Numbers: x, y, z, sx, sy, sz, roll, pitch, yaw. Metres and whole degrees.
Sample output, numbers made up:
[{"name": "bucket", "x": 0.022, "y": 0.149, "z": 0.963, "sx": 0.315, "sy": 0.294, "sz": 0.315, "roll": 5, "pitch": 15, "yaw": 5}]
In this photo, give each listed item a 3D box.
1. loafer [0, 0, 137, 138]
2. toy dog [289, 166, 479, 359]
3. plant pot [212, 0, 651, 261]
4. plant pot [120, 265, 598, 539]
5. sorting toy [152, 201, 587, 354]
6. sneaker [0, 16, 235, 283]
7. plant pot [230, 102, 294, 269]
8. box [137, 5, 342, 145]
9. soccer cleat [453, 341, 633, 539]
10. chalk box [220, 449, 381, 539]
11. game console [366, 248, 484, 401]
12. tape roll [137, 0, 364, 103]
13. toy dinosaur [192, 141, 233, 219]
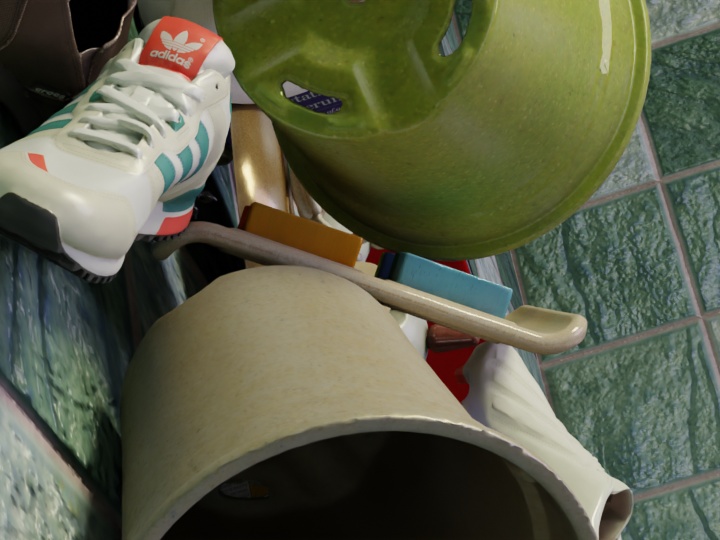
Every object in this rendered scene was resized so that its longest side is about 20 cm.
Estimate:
[{"name": "loafer", "x": -0.124, "y": -0.097, "z": 0.963, "sx": 0.200, "sy": 0.071, "sz": 0.074, "roll": 43, "pitch": 31, "yaw": -74}, {"name": "toy dog", "x": 0.015, "y": 0.012, "z": 1.312, "sx": 0.132, "sy": 0.096, "sz": 0.201, "roll": 83, "pitch": 0, "yaw": -47}, {"name": "plant pot", "x": 0.022, "y": -0.112, "z": 1.043, "sx": 0.184, "sy": 0.199, "sz": 0.202, "roll": 16, "pitch": 57, "yaw": -73}, {"name": "plant pot", "x": -0.022, "y": 0.098, "z": 0.923, "sx": 0.184, "sy": 0.199, "sz": 0.201, "roll": -116, "pitch": -177, "yaw": -59}, {"name": "sorting toy", "x": 0.000, "y": 0.000, "z": 1.084, "sx": 0.185, "sy": 0.199, "sz": 0.037, "roll": -169, "pitch": -87, "yaw": -85}, {"name": "sneaker", "x": -0.096, "y": -0.058, "z": 0.896, "sx": 0.094, "sy": 0.070, "sz": 0.200, "roll": -64, "pitch": 174, "yaw": 11}, {"name": "plant pot", "x": -0.049, "y": -0.009, "z": 1.289, "sx": 0.200, "sy": 0.027, "sz": 0.202, "roll": -7, "pitch": 90, "yaw": -89}, {"name": "box", "x": -0.046, "y": -0.170, "z": 1.374, "sx": 0.200, "sy": 0.147, "sz": 0.105, "roll": 53, "pitch": 22, "yaw": -64}, {"name": "soccer cleat", "x": 0.095, "y": 0.108, "z": 1.125, "sx": 0.201, "sy": 0.077, "sz": 0.070, "roll": -98, "pitch": 168, "yaw": -49}, {"name": "chalk box", "x": -0.001, "y": 0.135, "z": 1.129, "sx": 0.200, "sy": 0.124, "sz": 0.125, "roll": 58, "pitch": 17, "yaw": -57}, {"name": "game console", "x": 0.043, "y": 0.041, "z": 1.630, "sx": 0.172, "sy": 0.118, "sz": 0.201, "roll": -79, "pitch": 151, "yaw": -73}, {"name": "tape roll", "x": -0.024, "y": -0.174, "z": 1.189, "sx": 0.037, "sy": 0.202, "sz": 0.203, "roll": 50, "pitch": -3, "yaw": 28}, {"name": "toy dinosaur", "x": -0.104, "y": -0.082, "z": 1.151, "sx": 0.088, "sy": 0.047, "sz": 0.200, "roll": 58, "pitch": -1, "yaw": 31}]
